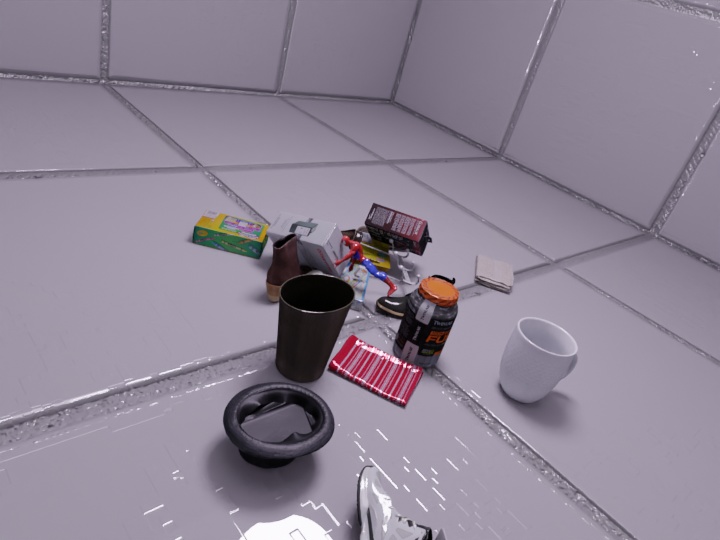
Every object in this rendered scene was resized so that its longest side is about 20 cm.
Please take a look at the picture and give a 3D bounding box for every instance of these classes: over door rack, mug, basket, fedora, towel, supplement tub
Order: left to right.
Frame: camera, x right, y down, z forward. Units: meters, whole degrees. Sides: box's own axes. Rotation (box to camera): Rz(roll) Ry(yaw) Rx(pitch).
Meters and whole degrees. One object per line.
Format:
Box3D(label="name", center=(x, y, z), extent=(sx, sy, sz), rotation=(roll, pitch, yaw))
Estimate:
Box3D(label="fedora", center=(-0.150, 0.291, 0.984), extent=(0.200, 0.092, 0.201), rotation=(13, 28, -7))
Box3D(label="basket", center=(-0.113, 0.129, 1.177), extent=(0.136, 0.200, 0.180), rotation=(35, 32, 31))
Box3D(label="towel", center=(0.038, 0.228, 1.271), extent=(0.200, 0.023, 0.145), rotation=(24, 30, 13))
Box3D(label="over door rack", center=(0.071, -0.033, 1.607), extent=(0.199, 0.067, 0.148), rotation=(9, 35, -18))
Box3D(label="supplement tub", center=(0.163, 0.126, 1.331), extent=(0.122, 0.200, 0.123), rotation=(12, 29, -7))
Box3D(label="towel", center=(0.459, 0.005, 1.878), extent=(0.132, 0.035, 0.200), rotation=(19, 28, 3))
Box3D(label="mug", center=(0.438, 0.227, 1.324), extent=(0.199, 0.176, 0.148), rotation=(5, 31, -22))

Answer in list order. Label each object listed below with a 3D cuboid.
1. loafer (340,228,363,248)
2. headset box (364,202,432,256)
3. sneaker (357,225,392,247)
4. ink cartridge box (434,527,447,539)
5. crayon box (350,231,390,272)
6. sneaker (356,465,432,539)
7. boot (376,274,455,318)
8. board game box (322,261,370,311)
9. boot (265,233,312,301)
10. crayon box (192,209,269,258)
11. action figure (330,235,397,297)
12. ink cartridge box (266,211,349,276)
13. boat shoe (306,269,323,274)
Box3D(label="loafer", center=(-0.080, -0.087, 1.621), extent=(0.071, 0.200, 0.073), rotation=(42, 51, -37))
Box3D(label="headset box", center=(0.125, -0.121, 1.683), extent=(0.200, 0.075, 0.149), rotation=(21, -11, 16))
Box3D(label="sneaker", center=(0.075, -0.112, 1.869), extent=(0.199, 0.071, 0.076), rotation=(11, 10, -16))
Box3D(label="ink cartridge box", center=(0.157, 0.487, 0.775), extent=(0.068, 0.115, 0.200), rotation=(7, 30, -17))
Box3D(label="crayon box", center=(0.024, -0.053, 1.727), extent=(0.127, 0.051, 0.200), rotation=(15, 28, -9))
Box3D(label="sneaker", center=(0.056, 0.403, 0.874), extent=(0.115, 0.076, 0.201), rotation=(-11, 38, 7))
Box3D(label="boot", center=(0.153, 0.061, 1.506), extent=(0.199, 0.139, 0.078), rotation=(8, 30, -14))
Box3D(label="board game box", center=(-0.047, 0.032, 1.559), extent=(0.134, 0.034, 0.200), rotation=(17, 28, 0))
Box3D(label="boot", center=(-0.174, -0.020, 1.441), extent=(0.072, 0.167, 0.200), rotation=(22, 29, 19))
Box3D(label="crayon box", center=(-0.377, -0.108, 1.606), extent=(0.199, 0.058, 0.119), rotation=(14, 29, -5))
Box3D(label="action figure", center=(0.000, 0.000, 1.474), extent=(0.200, 0.099, 0.065), rotation=(51, 7, -4))
Box3D(label="ink cartridge box", center=(-0.140, -0.074, 1.519), extent=(0.200, 0.146, 0.084), rotation=(15, 62, 29))
Box3D(label="boat shoe", center=(-0.103, 0.078, 1.404), extent=(0.072, 0.060, 0.202), rotation=(-27, 42, 5))
